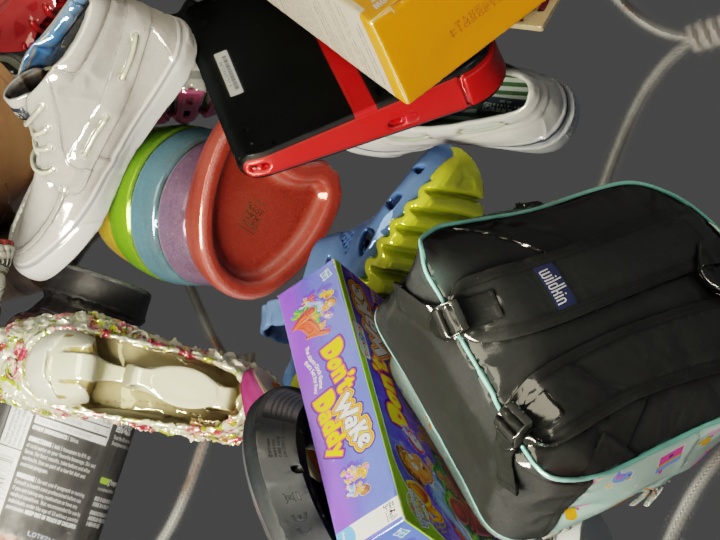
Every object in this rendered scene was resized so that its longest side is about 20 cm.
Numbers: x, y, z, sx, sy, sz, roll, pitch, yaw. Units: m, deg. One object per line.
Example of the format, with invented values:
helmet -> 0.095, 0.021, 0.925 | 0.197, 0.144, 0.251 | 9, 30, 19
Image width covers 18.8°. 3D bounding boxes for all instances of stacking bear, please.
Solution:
stacking bear -> -0.133, -0.052, 1.466 | 0.200, 0.121, 0.114 | 15, 75, 43

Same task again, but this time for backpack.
backpack -> 0.126, 0.048, 1.227 | 0.200, 0.153, 0.176 | -22, 67, -23

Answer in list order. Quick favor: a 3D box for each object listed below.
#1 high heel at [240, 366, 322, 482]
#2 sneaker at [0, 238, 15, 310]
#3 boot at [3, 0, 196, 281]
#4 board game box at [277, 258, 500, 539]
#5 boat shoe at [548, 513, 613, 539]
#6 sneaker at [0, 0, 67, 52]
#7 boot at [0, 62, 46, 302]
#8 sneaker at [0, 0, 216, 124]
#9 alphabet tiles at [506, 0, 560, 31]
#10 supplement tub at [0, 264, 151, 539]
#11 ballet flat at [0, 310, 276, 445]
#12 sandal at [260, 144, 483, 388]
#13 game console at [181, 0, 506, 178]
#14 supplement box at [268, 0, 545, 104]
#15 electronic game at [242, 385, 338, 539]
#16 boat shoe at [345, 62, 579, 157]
high heel -> -0.051, 0.163, 1.335 | 0.096, 0.067, 0.200 | -25, 98, 14
sneaker -> -0.263, 0.027, 1.421 | 0.078, 0.200, 0.082 | 0, 74, -6
boot -> -0.195, -0.092, 1.400 | 0.200, 0.095, 0.074 | -58, 39, 11
board game box -> 0.025, 0.105, 1.268 | 0.045, 0.134, 0.200 | -34, 44, 18
boat shoe -> 0.118, 0.237, 1.242 | 0.057, 0.069, 0.200 | -10, 72, 29
sneaker -> -0.226, -0.168, 1.585 | 0.200, 0.078, 0.116 | -36, 68, 31
boot -> -0.279, -0.065, 1.519 | 0.146, 0.070, 0.200 | 15, 124, 48
sneaker -> -0.187, -0.150, 1.522 | 0.199, 0.074, 0.088 | -2, 70, 7
alphabet tiles -> 0.114, -0.227, 1.378 | 0.166, 0.006, 0.200 | 10, 56, 34
supplement tub -> -0.203, 0.099, 1.457 | 0.107, 0.107, 0.200 | 13, 81, 33
ballet flat -> -0.149, 0.064, 1.374 | 0.200, 0.064, 0.076 | 7, 84, 4
sandal -> 0.000, 0.000, 1.385 | 0.087, 0.079, 0.200 | 40, 96, 38
game console -> -0.013, -0.141, 1.383 | 0.177, 0.031, 0.200 | -22, 38, -2
supplement box -> 0.012, -0.202, 1.348 | 0.126, 0.074, 0.200 | -38, 44, -11
electronic game -> -0.001, 0.154, 1.258 | 0.042, 0.200, 0.200 | -33, 60, 19
boat shoe -> 0.041, -0.116, 1.399 | 0.200, 0.067, 0.074 | 1, 75, 31
